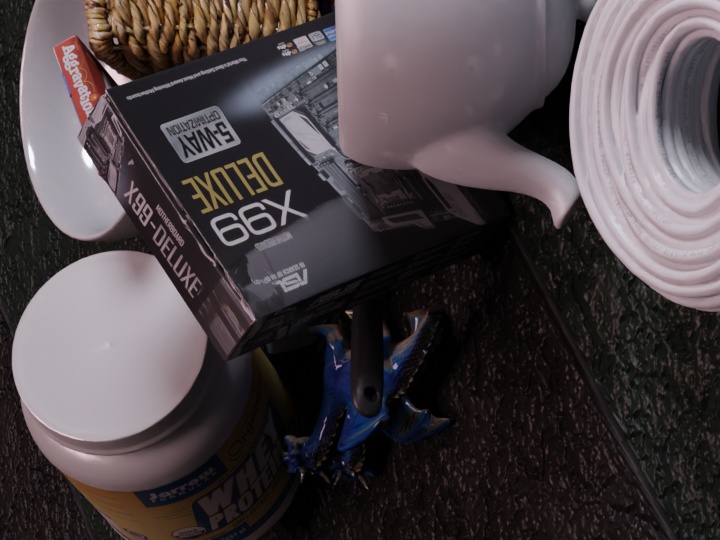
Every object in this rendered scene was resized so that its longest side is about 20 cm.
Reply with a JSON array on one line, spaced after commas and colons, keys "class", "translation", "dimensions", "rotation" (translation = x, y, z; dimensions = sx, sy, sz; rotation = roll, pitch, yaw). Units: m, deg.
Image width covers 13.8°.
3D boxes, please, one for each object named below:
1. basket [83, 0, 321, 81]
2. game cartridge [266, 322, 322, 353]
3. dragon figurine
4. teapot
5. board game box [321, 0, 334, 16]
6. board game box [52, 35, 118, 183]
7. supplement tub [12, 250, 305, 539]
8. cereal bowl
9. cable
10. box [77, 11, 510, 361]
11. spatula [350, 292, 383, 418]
[{"class": "basket", "translation": [-0.115, -0.213, 1.860], "dimensions": [0.143, 0.149, 0.201], "rotation": [147, 119, -71]}, {"class": "game cartridge", "translation": [-0.054, -0.029, 1.817], "dimensions": [0.200, 0.041, 0.133], "rotation": [91, 161, -67]}, {"class": "dragon figurine", "translation": [0.015, 0.075, 1.769], "dimensions": [0.200, 0.059, 0.100], "rotation": [-20, 74, 57]}, {"class": "teapot", "translation": [0.057, -0.152, 1.624], "dimensions": [0.198, 0.146, 0.200], "rotation": [-93, 0, -60]}, {"class": "board game box", "translation": [0.013, -0.151, 1.781], "dimensions": [0.200, 0.039, 0.158], "rotation": [49, 131, 46]}, {"class": "board game box", "translation": [-0.124, -0.053, 1.821], "dimensions": [0.019, 0.200, 0.103], "rotation": [-29, 56, 7]}, {"class": "supplement tub", "translation": [-0.124, 0.083, 1.833], "dimensions": [0.200, 0.144, 0.145], "rotation": [59, -170, -63]}, {"class": "cereal bowl", "translation": [-0.152, -0.119, 2.007], "dimensions": [0.200, 0.083, 0.201], "rotation": [5, 95, 58]}, {"class": "cable", "translation": [0.185, -0.080, 1.481], "dimensions": [0.200, 0.069, 0.200], "rotation": [59, 138, 38]}, {"class": "box", "translation": [-0.036, -0.053, 1.679], "dimensions": [0.158, 0.200, 0.050], "rotation": [56, 140, 15]}, {"class": "spatula", "translation": [0.000, 0.000, 1.711], "dimensions": [0.021, 0.056, 0.200], "rotation": [-46, 35, 40]}]
